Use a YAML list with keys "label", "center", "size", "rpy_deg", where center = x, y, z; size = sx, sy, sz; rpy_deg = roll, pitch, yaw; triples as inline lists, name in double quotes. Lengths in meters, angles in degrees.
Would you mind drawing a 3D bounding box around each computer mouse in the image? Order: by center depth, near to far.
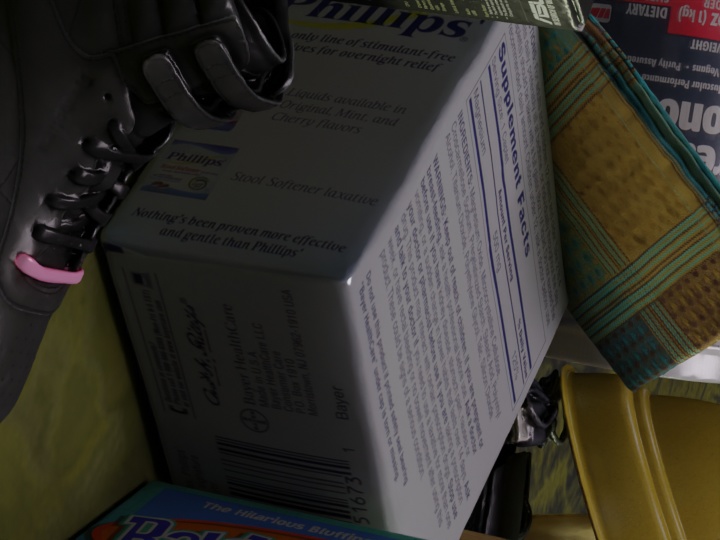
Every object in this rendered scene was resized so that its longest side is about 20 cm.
- label: "computer mouse"
  center: [0.057, 0.145, 1.057]
  size: [0.201, 0.053, 0.138]
  rpy_deg: [-62, 166, 4]

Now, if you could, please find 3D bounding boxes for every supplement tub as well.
- label: "supplement tub"
  center: [0.143, -0.055, 1.035]
  size: [0.140, 0.140, 0.201]
  rpy_deg: [0, 99, -68]

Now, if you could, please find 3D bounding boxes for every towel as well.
- label: "towel"
  center: [0.092, -0.049, 0.918]
  size: [0.022, 0.200, 0.147]
  rpy_deg: [-35, 177, -26]

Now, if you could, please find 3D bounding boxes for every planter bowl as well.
- label: "planter bowl"
  center: [0.173, 0.130, 1.078]
  size: [0.200, 0.083, 0.202]
  rpy_deg: [-19, 90, -78]

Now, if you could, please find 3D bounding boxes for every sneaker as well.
- label: "sneaker"
  center: [-0.078, -0.041, 0.652]
  size: [0.071, 0.099, 0.201]
  rpy_deg: [16, 85, -70]

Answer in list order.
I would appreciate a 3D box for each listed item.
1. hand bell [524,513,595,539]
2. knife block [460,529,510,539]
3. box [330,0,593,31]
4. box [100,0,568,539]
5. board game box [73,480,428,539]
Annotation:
- label: "hand bell"
  center: [0.103, 0.240, 1.157]
  size: [0.104, 0.103, 0.201]
  rpy_deg: [37, 50, -66]
- label: "knife block"
  center: [0.026, 0.149, 0.959]
  size: [0.064, 0.175, 0.200]
  rpy_deg: [-61, 178, 11]
- label: "box"
  center: [-0.011, -0.171, 0.678]
  size: [0.200, 0.163, 0.087]
  rpy_deg: [56, 47, -59]
- label: "box"
  center: [0.000, 0.000, 0.859]
  size: [0.200, 0.104, 0.185]
  rpy_deg: [-59, 150, -42]
- label: "board game box"
  center: [-0.052, 0.139, 0.721]
  size: [0.200, 0.151, 0.045]
  rpy_deg: [-35, 131, -62]
